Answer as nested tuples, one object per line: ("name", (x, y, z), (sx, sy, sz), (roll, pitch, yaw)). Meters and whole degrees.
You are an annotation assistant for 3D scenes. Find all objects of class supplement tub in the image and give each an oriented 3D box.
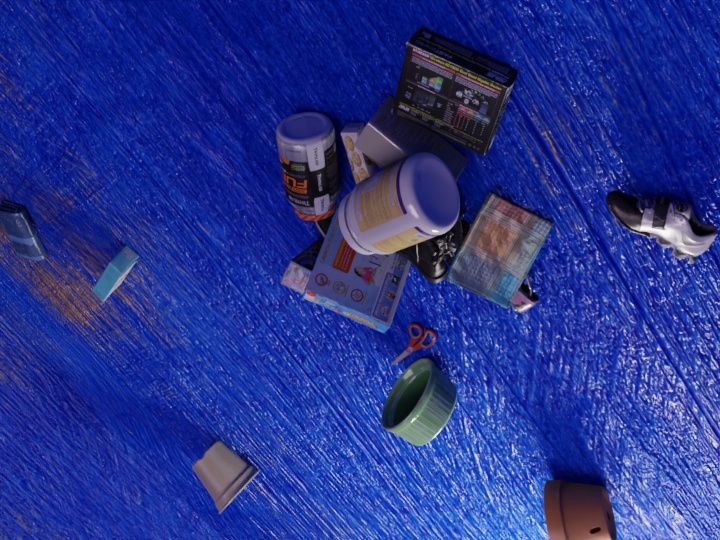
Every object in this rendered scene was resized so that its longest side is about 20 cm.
("supplement tub", (-0.104, -0.212, 1.605), (0.120, 0.123, 0.203), (14, 135, 22))
("supplement tub", (0.067, -0.114, 1.408), (0.198, 0.146, 0.146), (-19, 117, 45))

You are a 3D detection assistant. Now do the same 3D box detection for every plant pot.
("plant pot", (0.544, 0.611, 1.908), (0.137, 0.202, 0.202), (-16, 120, 23))
("plant pot", (-0.480, 0.703, 2.700), (0.183, 0.200, 0.201), (44, 140, 5))

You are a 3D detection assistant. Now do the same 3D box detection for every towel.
("towel", (-1.050, -0.116, 2.399), (0.109, 0.049, 0.203), (14, 135, 22))
("towel", (0.270, -0.036, 1.519), (0.144, 0.022, 0.203), (24, 114, -3))

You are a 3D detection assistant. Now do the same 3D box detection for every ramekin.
("ramekin", (0.147, 0.326, 1.894), (0.097, 0.202, 0.199), (35, 141, -14))

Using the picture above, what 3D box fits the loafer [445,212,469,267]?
("loafer", (0.193, -0.075, 1.570), (0.068, 0.069, 0.204), (49, 162, 59))

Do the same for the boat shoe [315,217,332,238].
("boat shoe", (-0.019, -0.056, 1.745), (0.201, 0.074, 0.063), (46, 110, 0))

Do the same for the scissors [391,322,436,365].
("scissors", (0.130, 0.197, 1.916), (0.072, 0.014, 0.202), (28, 137, 6))

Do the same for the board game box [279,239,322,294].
("board game box", (-0.056, 0.028, 1.740), (0.197, 0.200, 0.062), (33, 111, 4))

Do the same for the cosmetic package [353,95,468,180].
("cosmetic package", (0.097, -0.224, 1.473), (0.199, 0.104, 0.073), (39, 140, -3))

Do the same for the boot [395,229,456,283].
("boot", (0.112, -0.077, 1.560), (0.199, 0.073, 0.164), (48, 164, 26))

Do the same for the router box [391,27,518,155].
("router box", (0.162, -0.315, 1.371), (0.197, 0.063, 0.151), (27, 140, 10))

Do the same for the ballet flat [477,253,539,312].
("ballet flat", (0.300, 0.000, 1.583), (0.070, 0.070, 0.201), (-29, 112, 28))

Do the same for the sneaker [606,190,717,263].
("sneaker", (0.520, -0.097, 1.332), (0.197, 0.075, 0.089), (27, 140, -5))

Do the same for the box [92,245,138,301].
("box", (-0.717, 0.011, 2.266), (0.049, 0.083, 0.199), (41, 139, -8))

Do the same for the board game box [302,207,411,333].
("board game box", (0.000, 0.000, 1.648), (0.192, 0.204, 0.056), (23, 157, -4))

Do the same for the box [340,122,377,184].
("box", (0.009, -0.206, 1.597), (0.041, 0.039, 0.203), (7, 132, 30))
